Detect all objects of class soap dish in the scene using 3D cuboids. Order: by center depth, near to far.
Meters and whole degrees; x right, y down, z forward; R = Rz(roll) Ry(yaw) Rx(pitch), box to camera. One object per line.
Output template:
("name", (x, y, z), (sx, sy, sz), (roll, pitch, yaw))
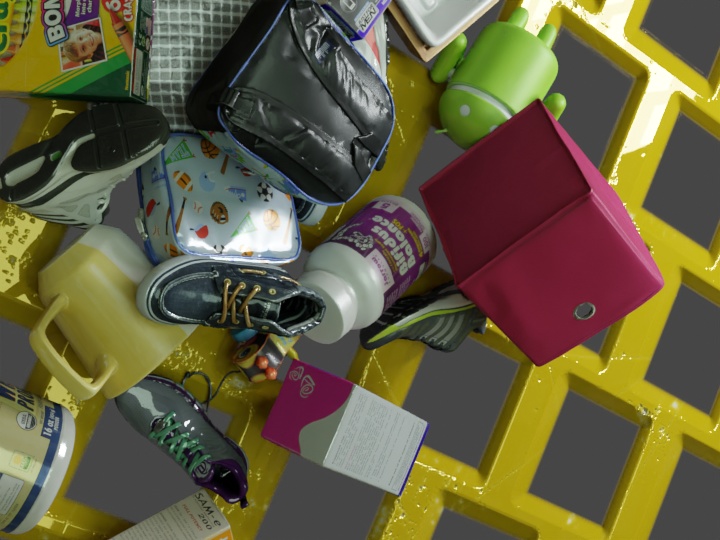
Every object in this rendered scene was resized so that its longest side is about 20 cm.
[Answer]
("soap dish", (0.098, -0.381, 1.385), (0.200, 0.081, 0.158), (-42, 106, -17))

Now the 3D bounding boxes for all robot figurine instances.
("robot figurine", (0.178, -0.236, 1.424), (0.174, 0.116, 0.201), (32, 79, 2))

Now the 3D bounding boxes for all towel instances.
("towel", (-0.210, -0.230, 1.244), (0.198, 0.085, 0.168), (-3, 95, -27))

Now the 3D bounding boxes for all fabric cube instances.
("fabric cube", (0.221, -0.044, 1.360), (0.195, 0.201, 0.199), (-34, 130, 17))

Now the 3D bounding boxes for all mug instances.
("mug", (-0.269, 0.037, 1.193), (0.149, 0.187, 0.154), (-39, 103, 1))

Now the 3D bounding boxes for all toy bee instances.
("toy bee", (-0.108, 0.097, 1.314), (0.130, 0.108, 0.202), (30, 81, -28))

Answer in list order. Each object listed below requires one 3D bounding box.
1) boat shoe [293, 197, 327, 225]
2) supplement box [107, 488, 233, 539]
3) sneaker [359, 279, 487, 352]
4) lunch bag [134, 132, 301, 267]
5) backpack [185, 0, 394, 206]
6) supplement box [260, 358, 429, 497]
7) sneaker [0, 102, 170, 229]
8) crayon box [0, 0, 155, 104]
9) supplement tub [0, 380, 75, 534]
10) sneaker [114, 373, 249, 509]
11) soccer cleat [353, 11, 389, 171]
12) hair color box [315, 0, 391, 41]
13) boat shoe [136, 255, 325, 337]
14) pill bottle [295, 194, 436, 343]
("boat shoe", (-0.077, -0.159, 1.321), (0.090, 0.071, 0.203), (8, 91, -33))
("supplement box", (-0.240, 0.359, 1.265), (0.198, 0.073, 0.127), (-26, 131, -23))
("sneaker", (0.091, 0.073, 1.435), (0.198, 0.074, 0.082), (-17, 105, -23))
("lunch bag", (-0.162, -0.066, 1.244), (0.199, 0.075, 0.162), (3, 72, -44))
("backpack", (-0.072, -0.179, 1.196), (0.200, 0.146, 0.184), (39, 78, -31))
("supplement box", (-0.015, 0.192, 1.328), (0.200, 0.100, 0.104), (34, 78, -56))
("sneaker", (-0.280, -0.110, 1.192), (0.198, 0.115, 0.076), (-20, 67, 11))
("crayon box", (-0.305, -0.282, 1.154), (0.170, 0.058, 0.203), (4, 90, 9))
("supplement tub", (-0.413, 0.176, 1.142), (0.199, 0.144, 0.146), (28, 82, -27))
("sneaker", (-0.199, 0.197, 1.279), (0.200, 0.088, 0.075), (41, 93, -24))
("soccer cleat", (0.002, -0.225, 1.373), (0.072, 0.068, 0.203), (-2, 103, -1))
("hair color box", (-0.032, -0.314, 1.262), (0.065, 0.199, 0.110), (40, 77, -23))
("boat shoe", (-0.130, 0.029, 1.150), (0.199, 0.090, 0.072), (-3, 110, -45))
("pill bottle", (0.000, 0.000, 1.321), (0.200, 0.111, 0.113), (-43, 114, -44))
